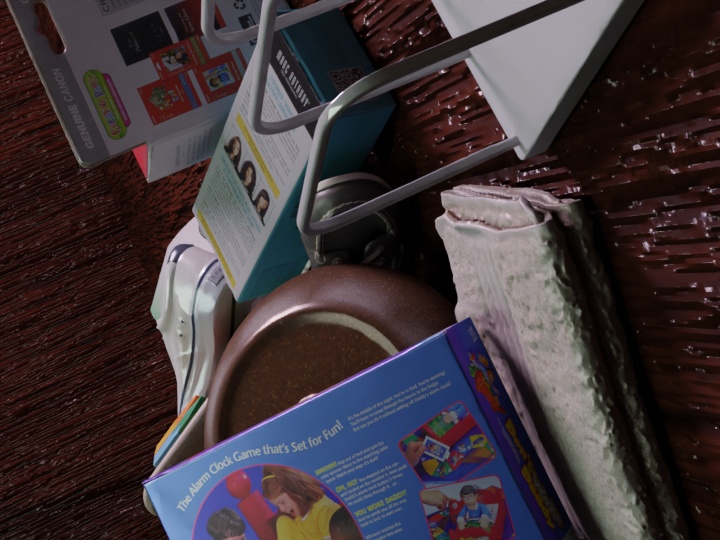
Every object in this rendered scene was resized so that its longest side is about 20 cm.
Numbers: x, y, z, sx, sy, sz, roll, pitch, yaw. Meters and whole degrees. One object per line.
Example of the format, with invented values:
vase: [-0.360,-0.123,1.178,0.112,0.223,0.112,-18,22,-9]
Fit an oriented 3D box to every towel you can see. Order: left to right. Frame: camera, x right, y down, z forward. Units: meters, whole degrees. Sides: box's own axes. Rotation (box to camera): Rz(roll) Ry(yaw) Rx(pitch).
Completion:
towel: [0.095,0.054,0.561,0.202,0.034,0.132,69,166,-11]

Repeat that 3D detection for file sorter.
file sorter: [-0.006,-0.138,0.448,0.201,0.123,0.139,63,165,14]

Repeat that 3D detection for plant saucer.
plant saucer: [-0.017,0.094,0.661,0.037,0.200,0.202,15,-139,-61]

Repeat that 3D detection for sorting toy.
sorting toy: [-0.103,0.089,0.860,0.036,0.186,0.200,36,173,-1]

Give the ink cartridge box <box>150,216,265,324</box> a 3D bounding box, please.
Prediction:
ink cartridge box: [-0.128,-0.005,1.050,0.161,0.050,0.202,48,128,49]

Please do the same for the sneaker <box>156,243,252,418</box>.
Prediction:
sneaker: [-0.134,0.061,0.959,0.070,0.073,0.202,33,130,25]

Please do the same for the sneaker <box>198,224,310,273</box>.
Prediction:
sneaker: [-0.081,-0.037,0.881,0.200,0.081,0.078,155,131,-66]

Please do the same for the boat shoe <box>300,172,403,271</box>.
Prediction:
boat shoe: [0.000,0.000,0.747,0.200,0.066,0.058,88,165,-69]

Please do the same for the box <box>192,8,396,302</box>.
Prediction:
box: [-0.050,-0.069,0.735,0.083,0.049,0.200,61,146,21]

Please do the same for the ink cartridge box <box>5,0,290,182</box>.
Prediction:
ink cartridge box: [-0.149,-0.176,0.794,0.202,0.174,0.084,65,165,8]

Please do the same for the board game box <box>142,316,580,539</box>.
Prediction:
board game box: [-0.002,0.129,0.597,0.136,0.199,0.045,64,-157,4]
